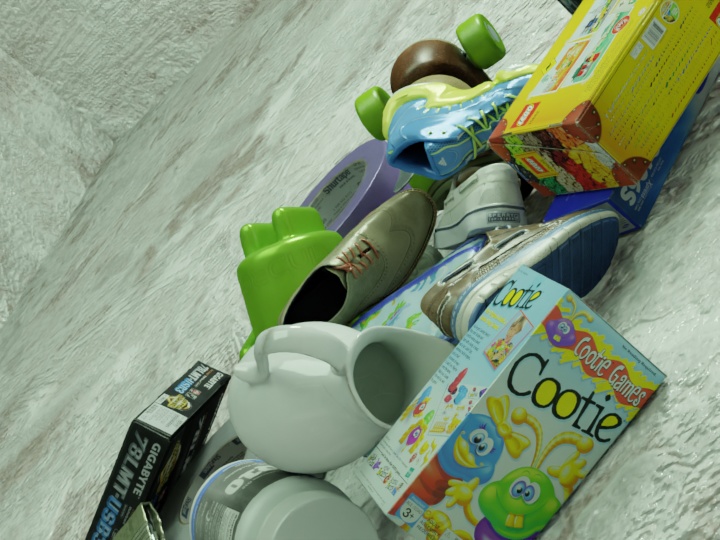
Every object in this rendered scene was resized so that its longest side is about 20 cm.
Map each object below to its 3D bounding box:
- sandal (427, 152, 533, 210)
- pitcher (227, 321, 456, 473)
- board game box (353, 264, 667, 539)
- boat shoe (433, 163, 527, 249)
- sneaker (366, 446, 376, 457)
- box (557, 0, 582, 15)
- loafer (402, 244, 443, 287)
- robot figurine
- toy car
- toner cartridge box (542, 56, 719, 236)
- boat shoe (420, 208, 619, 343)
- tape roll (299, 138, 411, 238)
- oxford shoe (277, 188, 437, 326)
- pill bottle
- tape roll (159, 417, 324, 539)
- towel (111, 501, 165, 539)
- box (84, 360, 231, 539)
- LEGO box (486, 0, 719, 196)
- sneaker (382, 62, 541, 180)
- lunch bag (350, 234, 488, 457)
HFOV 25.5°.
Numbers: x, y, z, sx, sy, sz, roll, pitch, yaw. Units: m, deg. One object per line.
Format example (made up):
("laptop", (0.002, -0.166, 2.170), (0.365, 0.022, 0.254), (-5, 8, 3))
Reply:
("sandal", (0.144, -0.088, 1.532), (0.200, 0.058, 0.080), (-19, -2, 40))
("pitcher", (-0.040, 0.088, 1.253), (0.199, 0.171, 0.122), (-17, 54, 53))
("board game box", (0.105, 0.112, 1.144), (0.200, 0.103, 0.105), (-51, 16, 0))
("boat shoe", (0.109, -0.059, 1.466), (0.200, 0.070, 0.070), (128, 141, -81))
("sneaker", (0.065, 0.119, 1.285), (0.200, 0.074, 0.082), (-39, 17, 37))
("box", (0.233, -0.314, 1.540), (0.118, 0.200, 0.197), (-48, 17, 6))
("loafer", (0.017, 0.008, 1.646), (0.199, 0.070, 0.070), (-14, 8, 44))
("robot figurine", (-0.052, 0.039, 1.579), (0.175, 0.201, 0.115), (-25, -12, 27))
("toy car", (0.089, -0.140, 1.600), (0.164, 0.158, 0.200), (-34, 18, 19))
("toner cartridge box", (0.238, -0.114, 1.380), (0.095, 0.043, 0.201), (-19, 35, 57))
("boat shoe", (0.128, -0.007, 1.261), (0.072, 0.073, 0.199), (24, 37, 38))
("tape roll", (-0.009, -0.047, 1.802), (0.200, 0.085, 0.200), (-44, 19, 19))
("oxford shoe", (0.000, 0.000, 1.486), (0.200, 0.070, 0.075), (-50, -9, -7))
("pill bottle", (-0.064, 0.223, 1.327), (0.114, 0.114, 0.200), (-55, 18, -14))
("tape roll", (-0.120, 0.222, 1.554), (0.200, 0.066, 0.201), (-45, 18, 19))
("towel", (-0.224, 0.348, 1.491), (0.200, 0.034, 0.193), (-53, 36, 23))
("box", (-0.213, 0.213, 1.639), (0.201, 0.049, 0.198), (-67, -8, 17))
("LEGO box", (0.217, -0.167, 1.339), (0.201, 0.077, 0.149), (-55, 19, -15))
("sneaker", (0.111, -0.125, 1.447), (0.199, 0.076, 0.105), (-8, 43, 24))
("lunch bag", (0.056, 0.066, 1.409), (0.200, 0.082, 0.161), (-35, 19, 40))
